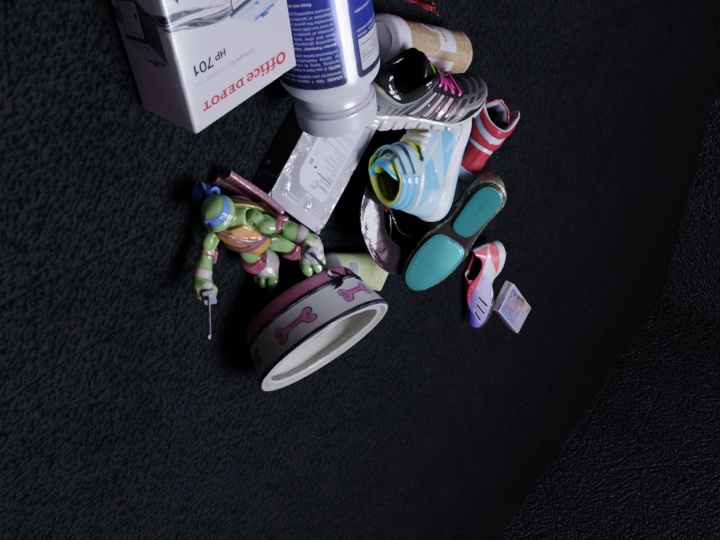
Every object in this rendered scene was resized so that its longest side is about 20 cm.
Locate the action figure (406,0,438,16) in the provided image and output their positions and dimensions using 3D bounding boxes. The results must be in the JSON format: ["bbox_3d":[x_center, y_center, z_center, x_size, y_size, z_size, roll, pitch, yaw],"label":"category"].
[{"bbox_3d":[0.053,-0.378,0.928,0.066,0.098,0.200,-57,153,-8],"label":"action figure"}]

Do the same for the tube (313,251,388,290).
[{"bbox_3d":[0.000,0.000,1.193,0.199,0.057,0.053,-2,71,-61],"label":"tube"}]

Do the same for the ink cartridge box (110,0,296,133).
[{"bbox_3d":[-0.144,-0.253,0.714,0.146,0.085,0.202,-43,144,-31],"label":"ink cartridge box"}]

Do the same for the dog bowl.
[{"bbox_3d":[-0.064,0.072,1.041,0.198,0.074,0.201,-32,165,-10],"label":"dog bowl"}]

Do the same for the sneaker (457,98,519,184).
[{"bbox_3d":[0.164,-0.226,1.130,0.070,0.202,0.113,21,131,-24],"label":"sneaker"}]

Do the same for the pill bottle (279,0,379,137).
[{"bbox_3d":[-0.040,-0.252,0.835,0.116,0.115,0.202,-42,139,-33],"label":"pill bottle"}]

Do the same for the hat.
[{"bbox_3d":[0.054,-0.097,1.151,0.198,0.080,0.205,-11,107,-39],"label":"hat"}]

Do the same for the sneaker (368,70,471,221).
[{"bbox_3d":[0.075,-0.171,1.046,0.129,0.079,0.204,5,94,-42],"label":"sneaker"}]

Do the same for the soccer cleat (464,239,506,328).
[{"bbox_3d":[0.233,0.031,1.587,0.072,0.068,0.203,-10,128,-27],"label":"soccer cleat"}]

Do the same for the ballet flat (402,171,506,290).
[{"bbox_3d":[0.132,-0.057,1.117,0.201,0.067,0.076,-51,-167,23],"label":"ballet flat"}]

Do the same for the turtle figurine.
[{"bbox_3d":[-0.111,0.000,0.894,0.144,0.200,0.194,-49,160,6],"label":"turtle figurine"}]

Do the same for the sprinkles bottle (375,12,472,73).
[{"bbox_3d":[0.077,-0.295,1.055,0.199,0.068,0.069,-14,125,-55],"label":"sprinkles bottle"}]

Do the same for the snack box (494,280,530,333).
[{"bbox_3d":[0.355,0.088,1.855,0.073,0.024,0.200,-60,151,-5],"label":"snack box"}]

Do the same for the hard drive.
[{"bbox_3d":[-0.046,-0.159,0.997,0.202,0.037,0.139,-61,150,-4],"label":"hard drive"}]

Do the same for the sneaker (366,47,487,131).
[{"bbox_3d":[0.083,-0.226,0.973,0.197,0.075,0.088,-10,148,-26],"label":"sneaker"}]
